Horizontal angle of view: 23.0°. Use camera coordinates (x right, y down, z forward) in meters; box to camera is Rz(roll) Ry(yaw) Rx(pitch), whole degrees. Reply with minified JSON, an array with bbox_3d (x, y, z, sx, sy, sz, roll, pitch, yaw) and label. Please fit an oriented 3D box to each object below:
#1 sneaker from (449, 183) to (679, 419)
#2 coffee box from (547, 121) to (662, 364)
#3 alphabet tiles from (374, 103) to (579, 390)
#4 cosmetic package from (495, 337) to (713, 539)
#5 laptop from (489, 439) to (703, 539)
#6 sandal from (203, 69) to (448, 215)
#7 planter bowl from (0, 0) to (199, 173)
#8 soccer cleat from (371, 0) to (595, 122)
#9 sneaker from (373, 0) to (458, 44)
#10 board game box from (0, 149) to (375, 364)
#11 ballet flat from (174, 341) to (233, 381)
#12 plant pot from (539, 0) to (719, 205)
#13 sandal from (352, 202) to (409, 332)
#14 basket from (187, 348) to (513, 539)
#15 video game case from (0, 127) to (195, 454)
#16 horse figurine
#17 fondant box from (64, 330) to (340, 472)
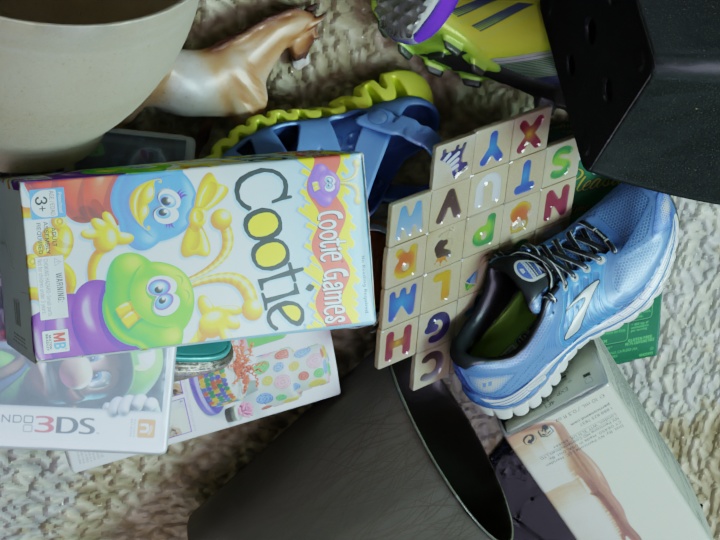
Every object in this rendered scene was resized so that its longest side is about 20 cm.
[{"bbox_3d":[0.139,0.011,1.210,0.200,0.079,0.089,-48,143,-4],"label":"sneaker"},{"bbox_3d":[0.163,-0.017,1.300,0.123,0.044,0.200,-11,124,-12],"label":"coffee box"},{"bbox_3d":[0.081,-0.013,1.202,0.166,0.006,0.200,-21,133,-32],"label":"alphabet tiles"},{"bbox_3d":[0.177,0.138,1.308,0.087,0.103,0.200,-29,121,10],"label":"cosmetic package"},{"bbox_3d":[0.161,0.226,1.472,0.200,0.103,0.177,34,105,-7],"label":"laptop"},{"bbox_3d":[-0.020,-0.064,1.148,0.200,0.087,0.080,-27,142,-20],"label":"sandal"},{"bbox_3d":[-0.194,-0.142,1.008,0.200,0.200,0.135,0,133,-21],"label":"planter bowl"},{"bbox_3d":[0.098,-0.163,1.187,0.200,0.065,0.084,19,81,-24],"label":"soccer cleat"},{"bbox_3d":[0.085,-0.226,1.108,0.099,0.070,0.200,20,95,-39],"label":"sneaker"},{"bbox_3d":[-0.105,-0.012,1.038,0.200,0.105,0.103,-6,96,-20],"label":"board game box"},{"bbox_3d":[-0.183,0.044,1.137,0.200,0.068,0.067,14,132,-20],"label":"ballet flat"},{"bbox_3d":[0.224,-0.155,1.105,0.177,0.200,0.200,-6,158,-14],"label":"plant pot"},{"bbox_3d":[-0.001,0.008,1.186,0.207,0.059,0.079,-19,119,-53],"label":"sandal"},{"bbox_3d":[-0.015,0.171,1.291,0.200,0.180,0.136,-33,147,14],"label":"basket"},{"bbox_3d":[-0.197,0.009,1.072,0.182,0.023,0.200,5,92,-21],"label":"video game case"},{"bbox_3d":[-0.123,-0.107,1.135,0.200,0.050,0.133,-1,128,-23],"label":"horse figurine"},{"bbox_3d":[-0.123,0.042,1.221,0.200,0.058,0.144,-15,123,-10],"label":"fondant box"}]
